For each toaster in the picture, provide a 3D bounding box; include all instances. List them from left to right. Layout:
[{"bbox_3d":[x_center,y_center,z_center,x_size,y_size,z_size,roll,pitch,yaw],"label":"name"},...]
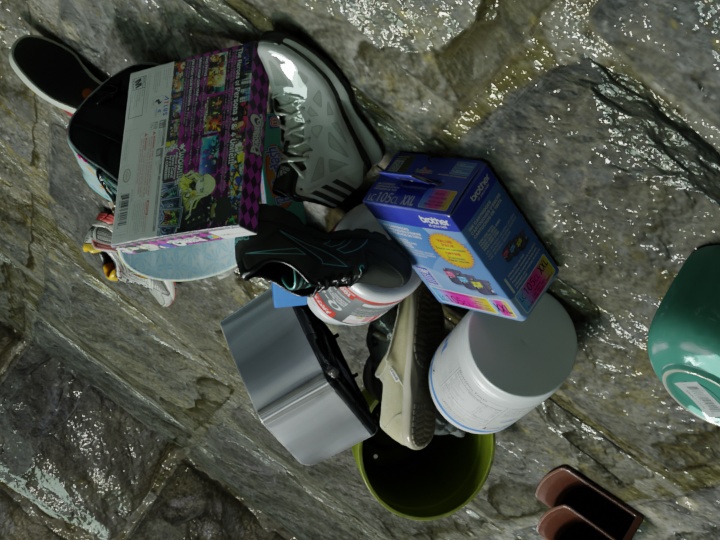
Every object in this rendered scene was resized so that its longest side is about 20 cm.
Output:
[{"bbox_3d":[-0.079,0.129,1.757,0.182,0.118,0.200,61,-177,35],"label":"toaster"}]

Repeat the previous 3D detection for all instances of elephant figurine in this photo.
[{"bbox_3d":[0.063,0.113,1.779,0.199,0.156,0.141,39,-154,23],"label":"elephant figurine"}]

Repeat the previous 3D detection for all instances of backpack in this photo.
[{"bbox_3d":[-0.234,-0.142,1.591,0.199,0.178,0.151,30,155,25],"label":"backpack"}]

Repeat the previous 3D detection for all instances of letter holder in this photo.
[{"bbox_3d":[0.299,0.374,1.970,0.141,0.101,0.200,35,160,8],"label":"letter holder"}]

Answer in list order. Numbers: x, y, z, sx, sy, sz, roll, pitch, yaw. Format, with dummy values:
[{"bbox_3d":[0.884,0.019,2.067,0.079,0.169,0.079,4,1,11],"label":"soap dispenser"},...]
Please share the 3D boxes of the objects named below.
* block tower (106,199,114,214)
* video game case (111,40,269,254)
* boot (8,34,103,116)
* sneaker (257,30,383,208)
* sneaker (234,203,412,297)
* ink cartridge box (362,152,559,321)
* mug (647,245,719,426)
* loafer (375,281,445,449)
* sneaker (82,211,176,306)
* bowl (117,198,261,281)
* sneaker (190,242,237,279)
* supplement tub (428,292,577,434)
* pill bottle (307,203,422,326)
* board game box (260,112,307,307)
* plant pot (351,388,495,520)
[{"bbox_3d":[-0.314,-0.083,1.896,0.200,0.057,0.054,56,172,52],"label":"block tower"},{"bbox_3d":[-0.178,-0.126,1.435,0.179,0.203,0.036,-8,160,34],"label":"video game case"},{"bbox_3d":[-0.379,-0.222,1.807,0.199,0.073,0.144,35,162,-7],"label":"boot"},{"bbox_3d":[-0.060,-0.140,1.395,0.075,0.116,0.201,12,149,47],"label":"sneaker"},{"bbox_3d":[-0.041,-0.004,1.424,0.197,0.080,0.076,13,144,-15],"label":"sneaker"},{"bbox_3d":[0.096,-0.046,1.412,0.135,0.077,0.201,11,147,49],"label":"ink cartridge box"},{"bbox_3d":[0.346,0.076,1.214,0.183,0.115,0.153,25,157,28],"label":"mug"},{"bbox_3d":[0.055,0.113,1.659,0.067,0.203,0.075,0,171,35],"label":"loafer"},{"bbox_3d":[-0.384,-0.006,2.266,0.077,0.083,0.200,7,146,53],"label":"sneaker"},{"bbox_3d":[-0.221,-0.085,1.759,0.201,0.197,0.109,73,-179,-59],"label":"bowl"},{"bbox_3d":[-0.234,-0.070,1.857,0.199,0.092,0.076,38,169,-1],"label":"sneaker"},{"bbox_3d":[0.158,0.105,1.559,0.131,0.133,0.200,35,159,2],"label":"supplement tub"},{"bbox_3d":[0.000,0.000,1.606,0.115,0.116,0.200,37,160,-4],"label":"pill bottle"},{"bbox_3d":[-0.089,-0.066,1.572,0.044,0.154,0.201,-6,157,-5],"label":"board game box"},{"bbox_3d":[0.064,0.233,1.941,0.200,0.201,0.193,41,171,-15],"label":"plant pot"}]
